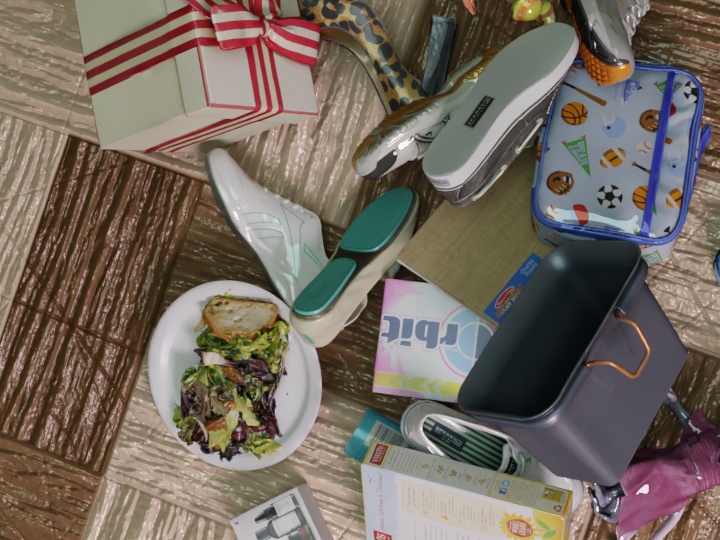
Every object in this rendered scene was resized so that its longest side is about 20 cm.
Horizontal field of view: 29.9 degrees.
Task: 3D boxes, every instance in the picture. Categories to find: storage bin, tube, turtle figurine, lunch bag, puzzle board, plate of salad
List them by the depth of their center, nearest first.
[{"bbox_3d":[0.211,0.091,1.214,0.134,0.145,0.200,46,65,-27],"label":"storage bin"},{"bbox_3d":[0.251,-0.111,1.294,0.160,0.076,0.201,10,71,13],"label":"lunch bag"},{"bbox_3d":[0.133,-0.295,1.310,0.064,0.200,0.162,-46,53,26],"label":"turtle figurine"},{"bbox_3d":[0.154,-0.041,1.321,0.150,0.017,0.200,35,71,17],"label":"puzzle board"},{"bbox_3d":[0.079,0.210,1.350,0.200,0.050,0.078,31,101,4],"label":"tube"},{"bbox_3d":[-0.135,0.111,1.383,0.199,0.048,0.201,3,100,20],"label":"plate of salad"}]

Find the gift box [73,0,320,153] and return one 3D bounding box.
[{"bbox_3d":[-0.162,-0.230,1.331,0.186,0.184,0.201,-14,89,37],"label":"gift box"}]

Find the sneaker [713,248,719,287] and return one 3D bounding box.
[{"bbox_3d":[0.418,0.040,1.261,0.200,0.090,0.078,43,96,12],"label":"sneaker"}]

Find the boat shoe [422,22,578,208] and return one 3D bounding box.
[{"bbox_3d":[0.138,-0.147,1.275,0.200,0.064,0.071,-48,45,-5],"label":"boat shoe"}]

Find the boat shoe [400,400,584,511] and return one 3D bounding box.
[{"bbox_3d":[0.130,0.189,1.297,0.199,0.067,0.074,23,87,-9],"label":"boat shoe"}]

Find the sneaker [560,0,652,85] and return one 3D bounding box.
[{"bbox_3d":[0.246,-0.256,1.286,0.092,0.076,0.201,-11,46,4],"label":"sneaker"}]

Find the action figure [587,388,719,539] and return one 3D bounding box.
[{"bbox_3d":[0.314,0.188,1.257,0.199,0.134,0.150,-19,100,0],"label":"action figure"}]

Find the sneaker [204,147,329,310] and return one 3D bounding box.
[{"bbox_3d":[-0.089,-0.047,1.392,0.080,0.070,0.201,-35,93,-8],"label":"sneaker"}]

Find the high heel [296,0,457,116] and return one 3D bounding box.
[{"bbox_3d":[-0.008,-0.203,1.379,0.199,0.071,0.143,12,88,7],"label":"high heel"}]

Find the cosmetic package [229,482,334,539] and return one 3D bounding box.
[{"bbox_3d":[-0.052,0.326,1.368,0.082,0.051,0.201,-28,81,10],"label":"cosmetic package"}]

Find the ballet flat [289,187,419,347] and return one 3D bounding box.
[{"bbox_3d":[0.000,0.000,1.357,0.069,0.070,0.200,36,62,12],"label":"ballet flat"}]

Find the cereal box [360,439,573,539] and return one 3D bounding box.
[{"bbox_3d":[0.100,0.243,1.295,0.199,0.144,0.040,14,46,16],"label":"cereal box"}]

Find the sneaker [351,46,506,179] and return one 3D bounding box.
[{"bbox_3d":[0.087,-0.135,1.319,0.200,0.076,0.088,-34,109,-9],"label":"sneaker"}]

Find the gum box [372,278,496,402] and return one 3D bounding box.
[{"bbox_3d":[0.120,0.076,1.336,0.199,0.066,0.114,6,87,12],"label":"gum box"}]
